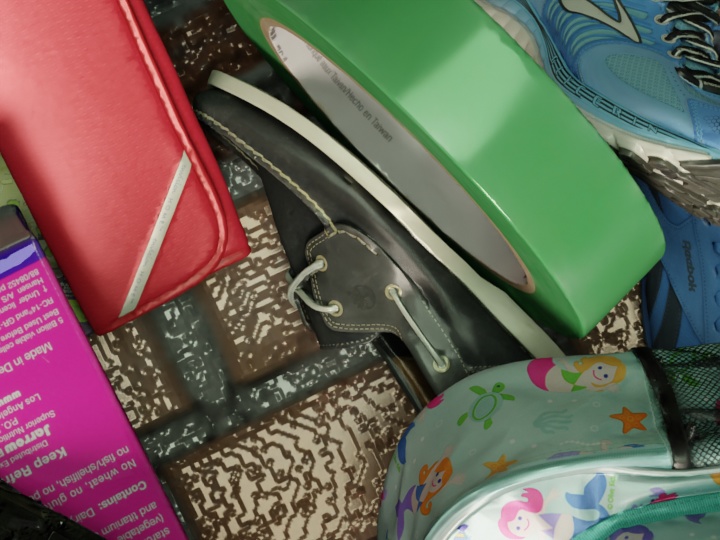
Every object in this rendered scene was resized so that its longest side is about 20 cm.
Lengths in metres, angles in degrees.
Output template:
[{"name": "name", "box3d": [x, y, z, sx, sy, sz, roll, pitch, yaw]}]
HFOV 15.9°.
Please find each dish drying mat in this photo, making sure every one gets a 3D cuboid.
[{"name": "dish drying mat", "box3d": [-0.110, -0.072, 0.999, 0.077, 0.018, 0.200, -27, 119, -7]}]

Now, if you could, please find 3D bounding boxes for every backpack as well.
[{"name": "backpack", "box3d": [0.108, 0.122, 0.999, 0.199, 0.151, 0.178, 1, 126, -5]}]

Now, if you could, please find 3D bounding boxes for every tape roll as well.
[{"name": "tape roll", "box3d": [0.029, -0.060, 0.990, 0.048, 0.200, 0.200, -45, 92, -5]}]

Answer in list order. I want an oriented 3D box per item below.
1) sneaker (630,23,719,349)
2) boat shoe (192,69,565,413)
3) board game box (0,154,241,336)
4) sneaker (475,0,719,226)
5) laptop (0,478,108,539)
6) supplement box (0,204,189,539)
[{"name": "sneaker", "box3d": [0.151, -0.005, 1.062, 0.066, 0.078, 0.201, -11, 91, -7]}, {"name": "boat shoe", "box3d": [0.000, 0.000, 1.050, 0.068, 0.072, 0.200, -45, 95, -5]}, {"name": "board game box", "box3d": [-0.163, -0.010, 1.058, 0.200, 0.032, 0.120, -33, 95, -6]}, {"name": "sneaker", "box3d": [0.109, -0.091, 0.999, 0.078, 0.200, 0.090, 29, 102, -38]}, {"name": "laptop", "box3d": [-0.095, 0.201, 0.946, 0.199, 0.103, 0.178, 26, 79, 14]}, {"name": "supplement box", "box3d": [-0.131, 0.088, 1.002, 0.103, 0.101, 0.201, -26, 104, -7]}]
